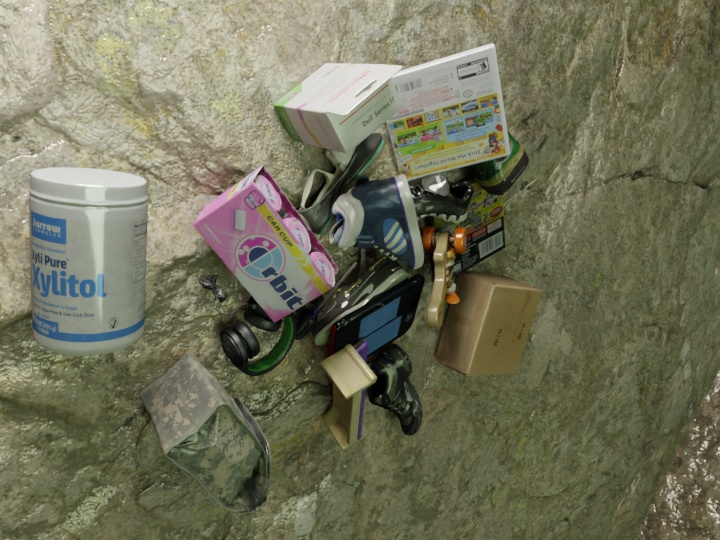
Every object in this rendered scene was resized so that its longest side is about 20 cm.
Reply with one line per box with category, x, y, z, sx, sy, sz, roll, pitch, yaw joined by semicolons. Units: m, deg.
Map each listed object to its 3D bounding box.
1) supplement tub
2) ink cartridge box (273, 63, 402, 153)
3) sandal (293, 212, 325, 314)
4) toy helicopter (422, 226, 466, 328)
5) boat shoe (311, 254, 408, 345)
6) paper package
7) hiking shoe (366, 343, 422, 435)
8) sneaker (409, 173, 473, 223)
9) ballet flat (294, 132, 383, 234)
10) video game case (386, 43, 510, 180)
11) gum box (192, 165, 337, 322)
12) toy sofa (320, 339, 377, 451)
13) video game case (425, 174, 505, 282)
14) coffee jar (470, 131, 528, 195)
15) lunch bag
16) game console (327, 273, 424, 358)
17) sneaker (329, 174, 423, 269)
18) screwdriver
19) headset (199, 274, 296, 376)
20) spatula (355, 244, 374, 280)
supplement tub;-0.329;-0.013;0.667;0.129;0.131;0.206;-4;109;-35
ink cartridge box;-0.024;-0.231;0.769;0.117;0.199;0.068;-42;126;-15
sandal;-0.104;-0.012;0.885;0.077;0.058;0.204;-6;134;2
toy helicopter;0.148;0.024;1.005;0.134;0.077;0.203;73;27;-47
boat shoe;-0.009;0.050;0.954;0.199;0.061;0.072;-37;156;-6
paper package;0.278;0.116;1.184;0.187;0.103;0.205;6;102;-39
hiking shoe;0.061;0.251;1.100;0.099;0.075;0.205;-21;109;-19
sneaker;0.116;-0.132;0.964;0.195;0.068;0.091;-1;144;-21
ballet flat;-0.038;-0.153;0.876;0.068;0.068;0.202;36;84;-27
video game case;0.142;-0.258;0.920;0.195;0.023;0.185;-12;121;12
gum box;-0.129;-0.030;0.791;0.112;0.067;0.202;-28;115;18
toy sofa;-0.011;0.224;0.976;0.096;0.083;0.203;-25;143;-25
video game case;0.216;-0.093;1.112;0.197;0.025;0.185;-27;121;-26
coffee jar;0.228;-0.238;1.012;0.105;0.085;0.200;-49;119;-7
lunch bag;-0.217;0.250;0.823;0.117;0.163;0.202;-39;126;-16
game console;0.026;0.102;0.983;0.197;0.031;0.178;-29;154;-25
sneaker;0.021;-0.061;0.894;0.143;0.082;0.202;-18;140;0
screwdriver;-0.061;0.048;0.892;0.027;0.029;0.201;-7;142;-46
headset;-0.179;0.083;0.867;0.124;0.093;0.201;-50;143;-15
spatula;0.000;0.000;0.986;0.056;0.020;0.205;8;102;-40
